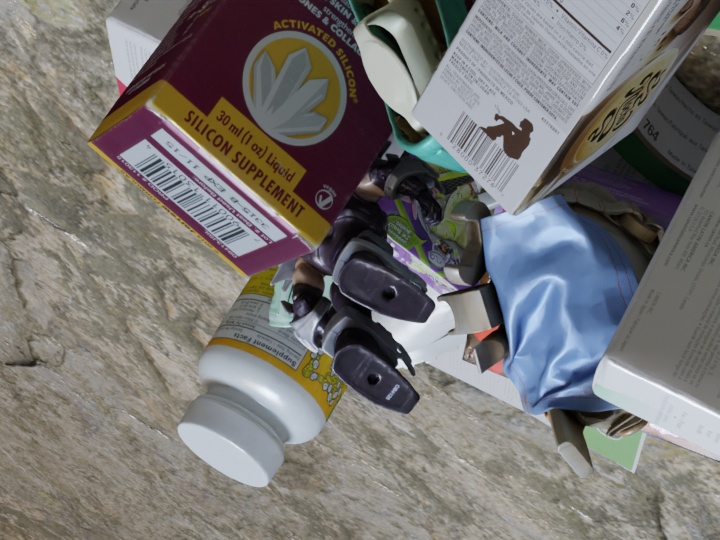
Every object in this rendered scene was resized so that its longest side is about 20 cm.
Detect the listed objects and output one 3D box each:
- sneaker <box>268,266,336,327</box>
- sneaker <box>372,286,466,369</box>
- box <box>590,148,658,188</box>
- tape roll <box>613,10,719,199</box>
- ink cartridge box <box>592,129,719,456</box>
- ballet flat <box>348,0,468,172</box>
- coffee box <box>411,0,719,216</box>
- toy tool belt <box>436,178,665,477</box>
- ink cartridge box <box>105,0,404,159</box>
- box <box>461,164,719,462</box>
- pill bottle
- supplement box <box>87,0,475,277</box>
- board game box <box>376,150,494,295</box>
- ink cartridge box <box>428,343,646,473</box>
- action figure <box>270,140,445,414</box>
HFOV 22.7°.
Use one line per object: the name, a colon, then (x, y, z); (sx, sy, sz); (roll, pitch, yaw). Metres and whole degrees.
sneaker: (-0.061, -0.025, 1.334); (0.200, 0.119, 0.074); (32, 176, 2)
sneaker: (0.062, 0.004, 1.254); (0.199, 0.077, 0.081); (-25, 128, 22)
box: (0.200, -0.012, 1.102); (0.199, 0.083, 0.049); (25, 156, 18)
tape roll: (0.213, -0.096, 0.969); (0.199, 0.048, 0.201); (26, 155, 13)
ink cartridge box: (0.242, 0.033, 0.923); (0.199, 0.162, 0.050); (27, 156, 11)
ballet flat: (0.021, -0.145, 0.967); (0.067, 0.201, 0.070); (-35, 157, 35)
coffee box: (0.119, -0.133, 0.851); (0.080, 0.113, 0.200); (45, 139, 12)
toy tool belt: (0.103, 0.003, 0.982); (0.124, 0.123, 0.201); (-20, 97, 32)
ink cartridge box: (-0.064, -0.118, 1.218); (0.199, 0.086, 0.148); (26, 155, 10)
box: (0.166, 0.022, 1.053); (0.199, 0.039, 0.138); (20, 117, 21)
pill bottle: (-0.058, 0.064, 1.411); (0.112, 0.201, 0.113); (26, 156, 13)
supplement box: (-0.043, -0.117, 1.052); (0.131, 0.201, 0.103); (39, 155, -16)
board game box: (0.107, -0.017, 1.160); (0.200, 0.120, 0.032); (38, 155, -10)
ink cartridge box: (0.136, 0.064, 1.365); (0.199, 0.048, 0.146); (26, 155, 14)
action figure: (0.000, 0.000, 1.033); (0.069, 0.131, 0.200); (20, -161, -14)
